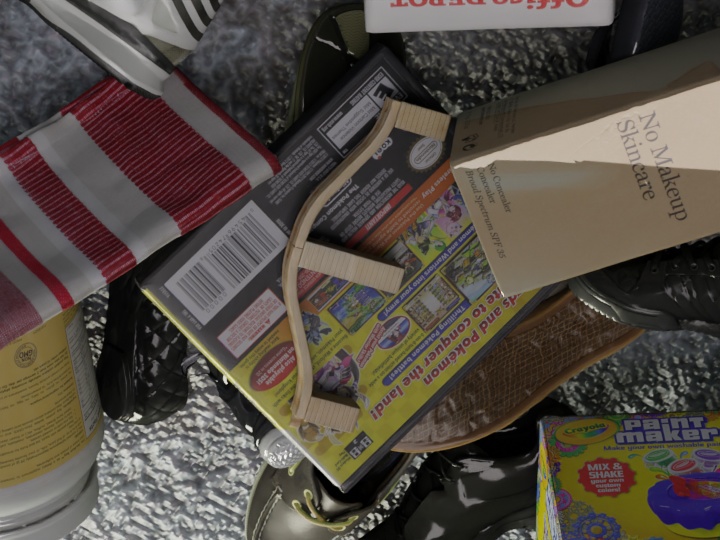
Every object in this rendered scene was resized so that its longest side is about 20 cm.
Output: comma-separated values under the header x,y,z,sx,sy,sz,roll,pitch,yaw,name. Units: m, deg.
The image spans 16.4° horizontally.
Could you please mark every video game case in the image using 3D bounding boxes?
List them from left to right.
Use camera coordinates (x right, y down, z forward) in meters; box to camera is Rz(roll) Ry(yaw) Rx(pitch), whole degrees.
x,y,z,sx,sy,sz,roll,pitch,yaw,name
0.000,0.000,1.466,0.200,0.026,0.181,-44,108,-2,video game case

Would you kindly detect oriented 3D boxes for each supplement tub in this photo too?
x,y,z,sx,sy,sz,roll,pitch,yaw,name
-0.236,0.062,1.532,0.145,0.145,0.200,-4,119,4,supplement tub

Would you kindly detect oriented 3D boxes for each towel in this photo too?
x,y,z,sx,sy,sz,roll,pitch,yaw,name
-0.162,-0.043,1.432,0.200,0.144,0.023,-33,135,-14,towel

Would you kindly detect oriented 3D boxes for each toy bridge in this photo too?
x,y,z,sx,sy,sz,roll,pitch,yaw,name
-0.009,-0.004,1.434,0.067,0.027,0.200,16,97,-14,toy bridge

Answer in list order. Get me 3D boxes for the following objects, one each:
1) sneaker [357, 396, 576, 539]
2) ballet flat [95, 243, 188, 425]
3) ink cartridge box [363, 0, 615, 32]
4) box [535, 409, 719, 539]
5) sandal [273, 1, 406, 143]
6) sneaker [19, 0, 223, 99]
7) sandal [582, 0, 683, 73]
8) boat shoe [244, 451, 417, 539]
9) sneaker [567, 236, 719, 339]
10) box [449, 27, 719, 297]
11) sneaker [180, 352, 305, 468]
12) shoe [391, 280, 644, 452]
x,y,z,sx,sy,sz,roll,pitch,yaw,name
0.062,0.143,1.605,0.200,0.076,0.091,-32,124,8,sneaker
-0.122,0.008,1.560,0.057,0.066,0.200,-12,130,-40,ballet flat
0.071,-0.237,1.389,0.146,0.083,0.200,-2,119,3,ink cartridge box
0.211,0.193,1.519,0.200,0.122,0.193,-3,128,-1,box
-0.023,-0.061,1.493,0.080,0.057,0.201,19,91,-16,sandal
-0.163,-0.202,1.438,0.200,0.076,0.115,38,92,-9,sneaker
0.145,-0.093,1.479,0.043,0.076,0.200,23,120,19,sandal
-0.015,0.129,1.610,0.072,0.061,0.201,28,116,-14,boat shoe
0.226,-0.005,1.439,0.200,0.060,0.104,18,126,8,sneaker
0.160,-0.066,1.398,0.200,0.078,0.095,-19,112,15,box
-0.024,0.016,1.536,0.114,0.075,0.200,40,91,10,sneaker
0.088,0.055,1.538,0.200,0.053,0.070,-24,96,-7,shoe
